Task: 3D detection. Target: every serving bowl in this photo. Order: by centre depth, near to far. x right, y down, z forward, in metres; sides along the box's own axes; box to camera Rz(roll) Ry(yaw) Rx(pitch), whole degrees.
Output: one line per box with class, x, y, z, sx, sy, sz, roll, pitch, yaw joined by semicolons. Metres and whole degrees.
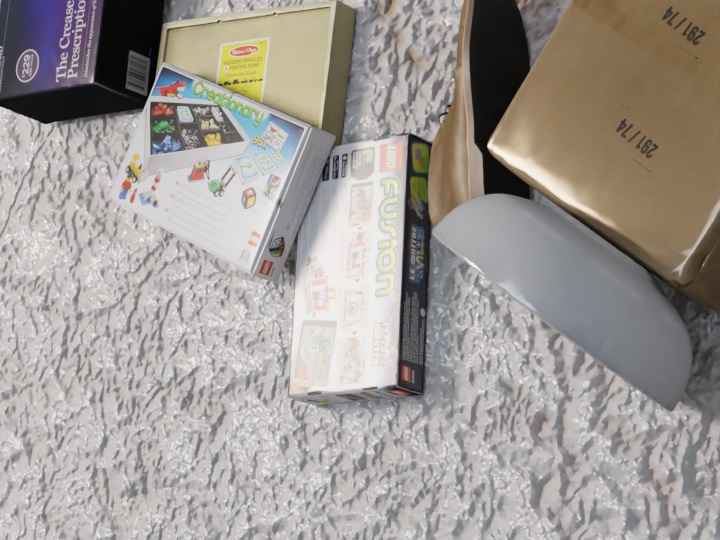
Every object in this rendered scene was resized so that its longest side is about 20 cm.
serving bowl;0.145;0.009;1.288;0.200;0.200;0.066;39;94;39

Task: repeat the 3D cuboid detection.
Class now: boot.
boot;0.082;-0.122;1.460;0.075;0.073;0.201;-10;73;47

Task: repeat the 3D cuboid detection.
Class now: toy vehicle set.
toy vehicle set;-0.095;-0.155;1.633;0.199;0.026;0.125;-1;77;39

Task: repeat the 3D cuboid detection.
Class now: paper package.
paper package;0.218;-0.102;1.318;0.200;0.103;0.191;38;101;39

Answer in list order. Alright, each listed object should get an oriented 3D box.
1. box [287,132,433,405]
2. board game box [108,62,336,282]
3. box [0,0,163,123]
box;0.000;0.000;1.508;0.110;0.035;0.201;-7;73;37
board game box;-0.117;-0.083;1.585;0.200;0.035;0.127;27;96;43
box;-0.251;-0.245;1.743;0.141;0.079;0.201;-6;74;40
